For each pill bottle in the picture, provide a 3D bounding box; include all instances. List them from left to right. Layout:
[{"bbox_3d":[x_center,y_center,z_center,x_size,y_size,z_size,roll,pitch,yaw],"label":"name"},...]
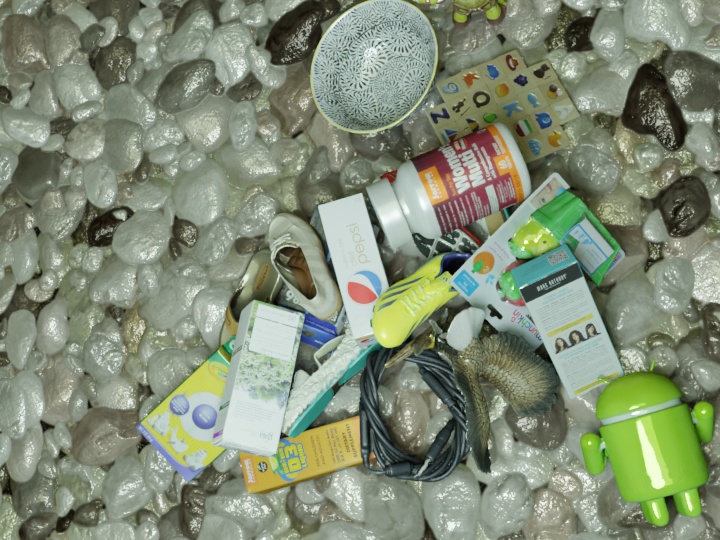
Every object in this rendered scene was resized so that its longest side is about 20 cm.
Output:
[{"bbox_3d":[0.115,-0.109,1.313,0.199,0.110,0.110,-23,78,1],"label":"pill bottle"}]

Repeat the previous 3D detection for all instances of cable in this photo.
[{"bbox_3d":[0.076,0.187,1.368,0.162,0.051,0.201,3,70,-11],"label":"cable"}]

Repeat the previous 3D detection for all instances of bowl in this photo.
[{"bbox_3d":[0.036,-0.280,1.436,0.200,0.094,0.202,-7,76,27],"label":"bowl"}]

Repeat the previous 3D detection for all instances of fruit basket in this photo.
[{"bbox_3d":[0.242,-0.001,1.323,0.200,0.094,0.185,-48,119,-2],"label":"fruit basket"}]

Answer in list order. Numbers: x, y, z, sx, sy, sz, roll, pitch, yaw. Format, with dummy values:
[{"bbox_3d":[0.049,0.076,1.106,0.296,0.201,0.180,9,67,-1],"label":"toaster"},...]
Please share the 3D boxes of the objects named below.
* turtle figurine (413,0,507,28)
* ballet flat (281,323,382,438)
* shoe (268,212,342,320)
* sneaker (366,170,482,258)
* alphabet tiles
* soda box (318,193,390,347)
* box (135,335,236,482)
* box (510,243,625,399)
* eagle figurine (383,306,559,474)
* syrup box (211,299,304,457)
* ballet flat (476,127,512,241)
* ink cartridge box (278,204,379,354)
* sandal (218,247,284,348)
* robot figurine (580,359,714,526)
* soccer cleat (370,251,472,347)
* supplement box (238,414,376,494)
[{"bbox_3d":[0.167,-0.389,1.390,0.199,0.161,0.065,-17,79,11],"label":"turtle figurine"},{"bbox_3d":[-0.052,0.151,1.410,0.072,0.072,0.200,41,69,15],"label":"ballet flat"},{"bbox_3d":[-0.087,-0.016,1.412,0.070,0.053,0.200,-44,52,16],"label":"shoe"},{"bbox_3d":[0.105,-0.076,1.414,0.200,0.085,0.077,38,136,1],"label":"sneaker"},{"bbox_3d":[0.200,-0.221,1.404,0.199,0.006,0.167,-24,72,-9],"label":"alphabet tiles"},{"bbox_3d":[0.000,0.000,1.386,0.068,0.064,0.201,-16,74,2],"label":"soda box"},{"bbox_3d":[-0.215,0.200,1.451,0.200,0.048,0.117,-43,94,7],"label":"box"},{"bbox_3d":[0.272,0.070,1.299,0.082,0.049,0.201,-25,119,7],"label":"box"},{"bbox_3d":[0.160,0.144,1.325,0.200,0.151,0.152,48,111,11],"label":"eagle figurine"},{"bbox_3d":[-0.142,0.151,1.384,0.078,0.081,0.201,16,71,-16],"label":"syrup box"},{"bbox_3d":[0.179,-0.105,1.406,0.063,0.069,0.201,-19,69,20],"label":"ballet flat"},{"bbox_3d":[-0.053,0.013,1.459,0.099,0.039,0.201,19,88,15],"label":"ink cartridge box"},{"bbox_3d":[-0.165,0.061,1.471,0.080,0.054,0.201,19,92,16],"label":"sandal"},{"bbox_3d":[0.374,0.222,1.281,0.174,0.116,0.201,-17,79,5],"label":"robot figurine"},{"bbox_3d":[0.084,0.031,1.317,0.083,0.200,0.065,-24,102,45],"label":"soccer cleat"},{"bbox_3d":[-0.069,0.262,1.416,0.199,0.069,0.067,-20,76,13],"label":"supplement box"}]
